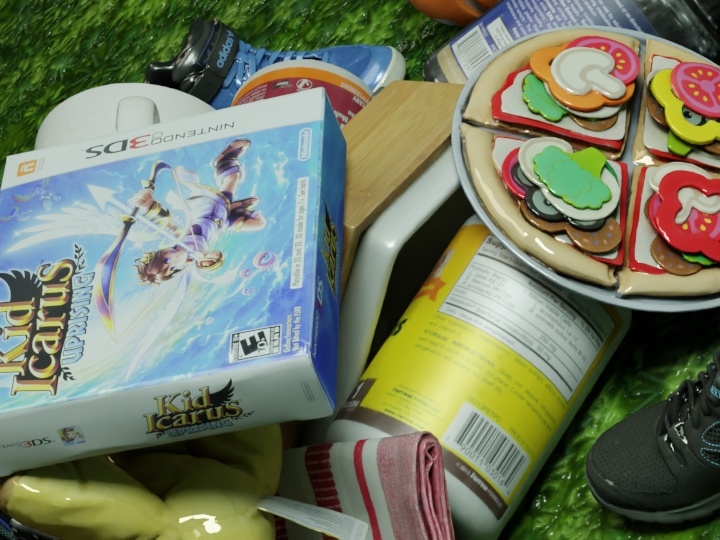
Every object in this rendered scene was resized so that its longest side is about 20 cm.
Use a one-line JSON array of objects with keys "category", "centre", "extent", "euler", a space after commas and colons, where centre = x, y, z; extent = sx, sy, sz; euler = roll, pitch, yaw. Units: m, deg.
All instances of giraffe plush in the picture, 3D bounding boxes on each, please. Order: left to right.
[{"category": "giraffe plush", "centre": [-0.107, 0.153, 1.229], "extent": [0.173, 0.199, 0.163], "euler": [-41, -24, -52]}]

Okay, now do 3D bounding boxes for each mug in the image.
[{"category": "mug", "centre": [-0.151, -0.028, 1.562], "extent": [0.147, 0.201, 0.176], "euler": [4, 52, -4]}]

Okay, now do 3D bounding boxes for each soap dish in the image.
[{"category": "soap dish", "centre": [0.000, 0.000, 1.325], "extent": [0.157, 0.081, 0.201], "euler": [-46, -19, -44]}]

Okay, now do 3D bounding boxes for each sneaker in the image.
[{"category": "sneaker", "centre": [-0.071, -0.134, 1.665], "extent": [0.199, 0.111, 0.077], "euler": [-18, 39, 37]}, {"category": "sneaker", "centre": [0.186, 0.063, 1.151], "extent": [0.199, 0.082, 0.073], "euler": [-23, 38, 34]}]

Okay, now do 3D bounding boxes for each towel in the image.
[{"category": "towel", "centre": [-0.018, 0.163, 1.231], "extent": [0.200, 0.023, 0.145], "euler": [-12, 84, 51]}]

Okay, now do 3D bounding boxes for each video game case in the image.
[{"category": "video game case", "centre": [-0.101, 0.003, 1.175], "extent": [0.180, 0.046, 0.201], "euler": [-12, 41, 12]}]

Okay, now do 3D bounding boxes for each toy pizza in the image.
[{"category": "toy pizza", "centre": [0.147, -0.063, 1.266], "extent": [0.032, 0.199, 0.201], "euler": [108, 179, -51]}]

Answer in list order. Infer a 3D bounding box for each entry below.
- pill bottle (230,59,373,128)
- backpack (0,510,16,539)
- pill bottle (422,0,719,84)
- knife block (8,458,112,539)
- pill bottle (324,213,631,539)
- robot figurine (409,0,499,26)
[{"category": "pill bottle", "centre": [-0.045, -0.034, 1.515], "extent": [0.109, 0.110, 0.201], "euler": [-25, 36, 29]}, {"category": "backpack", "centre": [-0.291, 0.107, 1.551], "extent": [0.147, 0.200, 0.184], "euler": [-30, 34, 22]}, {"category": "pill bottle", "centre": [0.144, -0.139, 1.414], "extent": [0.200, 0.112, 0.112], "euler": [-37, 31, 13]}, {"category": "knife block", "centre": [-0.118, 0.174, 1.417], "extent": [0.199, 0.176, 0.064], "euler": [28, 69, 11]}, {"category": "pill bottle", "centre": [0.074, 0.044, 1.279], "extent": [0.109, 0.109, 0.200], "euler": [8, 58, 53]}, {"category": "robot figurine", "centre": [0.098, -0.239, 1.588], "extent": [0.199, 0.117, 0.144], "euler": [-26, 46, 27]}]
